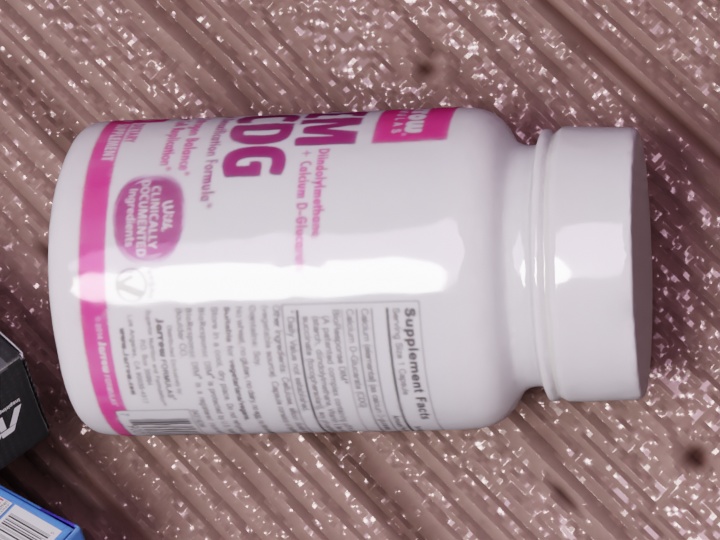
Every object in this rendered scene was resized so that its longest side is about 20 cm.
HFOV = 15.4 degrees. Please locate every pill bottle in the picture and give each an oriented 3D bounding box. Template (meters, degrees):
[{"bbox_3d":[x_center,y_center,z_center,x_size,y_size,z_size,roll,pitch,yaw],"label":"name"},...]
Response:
[{"bbox_3d":[0.000,0.000,0.937,0.199,0.113,0.114,-2,78,10],"label":"pill bottle"}]

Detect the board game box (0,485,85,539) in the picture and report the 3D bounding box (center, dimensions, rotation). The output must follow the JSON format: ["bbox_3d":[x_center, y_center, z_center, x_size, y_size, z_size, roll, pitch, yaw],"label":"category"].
[{"bbox_3d":[-0.215,0.113,0.935,0.200,0.045,0.152,26,57,29],"label":"board game box"}]

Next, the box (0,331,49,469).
[{"bbox_3d":[-0.232,0.038,0.948,0.160,0.044,0.200,-37,51,-21],"label":"box"}]
